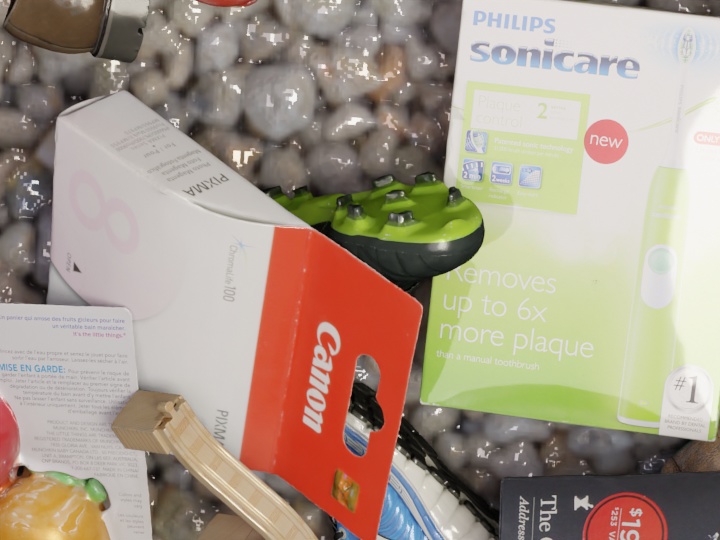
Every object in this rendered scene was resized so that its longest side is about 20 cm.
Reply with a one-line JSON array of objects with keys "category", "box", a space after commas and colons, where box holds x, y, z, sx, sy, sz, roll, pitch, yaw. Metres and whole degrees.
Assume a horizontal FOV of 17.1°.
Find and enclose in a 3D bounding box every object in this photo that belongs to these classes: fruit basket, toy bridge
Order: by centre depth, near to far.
[{"category": "toy bridge", "box": [-0.050, 0.135, 1.167, 0.067, 0.027, 0.200, 4, 136, 41]}, {"category": "fruit basket", "box": [-0.188, 0.107, 1.198, 0.184, 0.094, 0.201, 1, 104, 16]}]

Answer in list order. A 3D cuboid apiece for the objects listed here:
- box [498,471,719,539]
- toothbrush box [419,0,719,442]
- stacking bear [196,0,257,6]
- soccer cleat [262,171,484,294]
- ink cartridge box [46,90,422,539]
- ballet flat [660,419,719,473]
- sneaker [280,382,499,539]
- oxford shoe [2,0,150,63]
[{"category": "box", "box": [0.159, 0.197, 1.080, 0.181, 0.104, 0.201, -4, 70, 19]}, {"category": "toothbrush box", "box": [0.113, -0.029, 1.159, 0.145, 0.086, 0.201, 8, 96, 7]}, {"category": "stacking bear", "box": [-0.045, -0.222, 1.147, 0.114, 0.121, 0.201, 40, 116, 34]}, {"category": "soccer cleat", "box": [0.000, 0.000, 1.142, 0.067, 0.200, 0.081, -23, 102, -30]}, {"category": "ink cartridge box", "box": [-0.069, 0.030, 1.134, 0.200, 0.057, 0.163, 39, 138, 31]}, {"category": "ballet flat", "box": [0.241, 0.142, 1.174, 0.200, 0.068, 0.067, 35, 94, 1]}, {"category": "sneaker", "box": [0.006, 0.126, 1.196, 0.200, 0.079, 0.089, 45, 98, 0]}, {"category": "oxford shoe", "box": [-0.138, -0.203, 1.131, 0.084, 0.073, 0.201, 5, 84, -16]}]
